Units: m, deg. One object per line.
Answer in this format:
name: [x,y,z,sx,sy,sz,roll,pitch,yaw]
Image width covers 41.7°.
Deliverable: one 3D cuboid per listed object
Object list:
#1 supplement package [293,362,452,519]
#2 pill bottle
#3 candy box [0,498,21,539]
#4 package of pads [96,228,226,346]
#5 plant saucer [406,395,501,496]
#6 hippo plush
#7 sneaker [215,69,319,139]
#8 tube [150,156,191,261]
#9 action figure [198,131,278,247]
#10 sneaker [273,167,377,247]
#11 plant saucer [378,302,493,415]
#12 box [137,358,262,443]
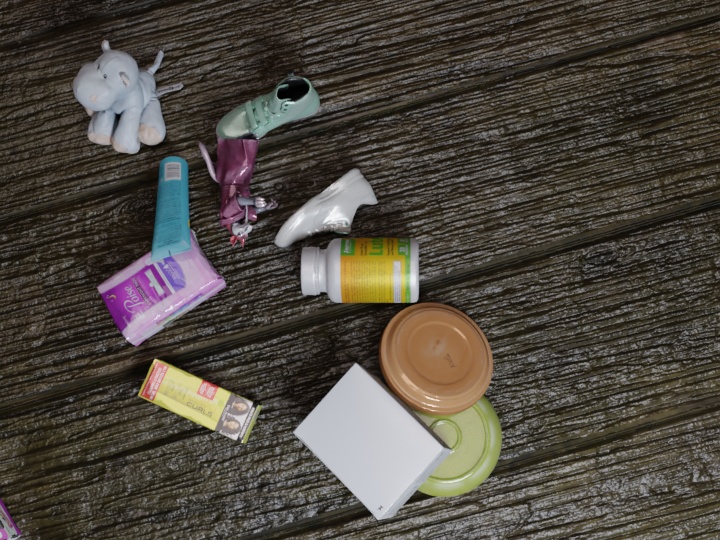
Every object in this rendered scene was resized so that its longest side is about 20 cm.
supplement package: [0.022,0.278,1.545,0.200,0.111,0.156,43,90,17]
pill bottle: [0.000,0.000,1.624,0.199,0.111,0.112,0,79,2]
candy box: [-0.696,0.448,1.584,0.200,0.061,0.137,-35,80,-4]
package of pads: [-0.348,0.027,1.649,0.200,0.076,0.121,-34,76,-5]
plant saucer: [0.142,0.282,1.604,0.199,0.031,0.201,0,78,1]
hippo plush: [-0.416,-0.309,1.675,0.200,0.161,0.160,-33,79,-4]
sneaker: [-0.173,-0.293,1.686,0.200,0.118,0.074,-22,80,-1]
tube: [-0.329,-0.109,1.652,0.077,0.050,0.201,-19,54,19]
action figure: [-0.224,-0.139,1.649,0.148,0.134,0.201,2,76,3]
sneaker: [-0.058,-0.091,1.670,0.200,0.075,0.089,-38,91,-7]
plant saucer: [0.130,0.144,1.594,0.199,0.032,0.201,6,62,-12]
box: [-0.274,0.223,1.620,0.199,0.050,0.076,24,81,7]
